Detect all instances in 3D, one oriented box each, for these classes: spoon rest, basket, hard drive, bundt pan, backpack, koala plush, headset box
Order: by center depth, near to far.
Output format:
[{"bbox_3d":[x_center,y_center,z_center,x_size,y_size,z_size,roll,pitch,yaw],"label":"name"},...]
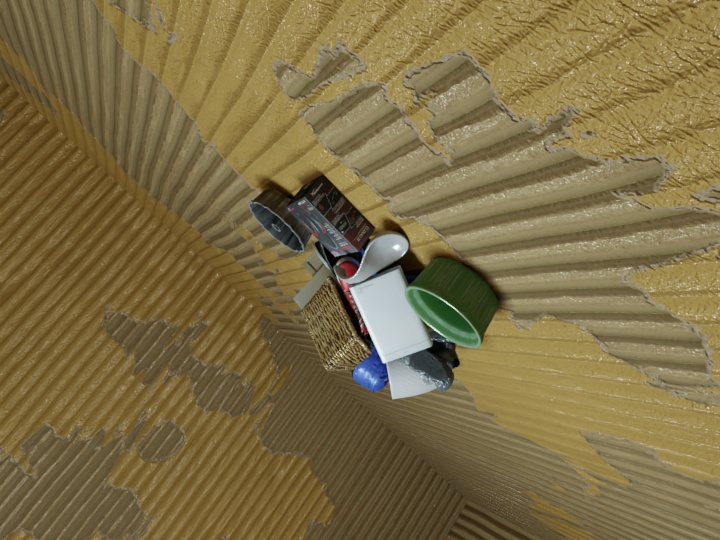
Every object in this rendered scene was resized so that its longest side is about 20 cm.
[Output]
[{"bbox_3d":[0.024,-0.025,1.413,0.198,0.062,0.098,-32,140,31],"label":"spoon rest"},{"bbox_3d":[0.072,0.104,1.449,0.204,0.129,0.027,66,-163,-13],"label":"hard drive"},{"bbox_3d":[-0.067,-0.118,1.488,0.200,0.076,0.148,45,161,-16],"label":"headset box"},{"bbox_3d":[0.190,0.207,1.608,0.180,0.181,0.200,18,169,24],"label":"koala plush"},{"bbox_3d":[-0.039,0.138,1.626,0.141,0.149,0.203,6,-134,-44],"label":"basket"},{"bbox_3d":[-0.210,-0.145,1.718,0.200,0.076,0.203,36,163,12],"label":"bundt pan"},{"bbox_3d":[0.070,0.292,2.016,0.166,0.201,0.163,33,162,17],"label":"backpack"}]

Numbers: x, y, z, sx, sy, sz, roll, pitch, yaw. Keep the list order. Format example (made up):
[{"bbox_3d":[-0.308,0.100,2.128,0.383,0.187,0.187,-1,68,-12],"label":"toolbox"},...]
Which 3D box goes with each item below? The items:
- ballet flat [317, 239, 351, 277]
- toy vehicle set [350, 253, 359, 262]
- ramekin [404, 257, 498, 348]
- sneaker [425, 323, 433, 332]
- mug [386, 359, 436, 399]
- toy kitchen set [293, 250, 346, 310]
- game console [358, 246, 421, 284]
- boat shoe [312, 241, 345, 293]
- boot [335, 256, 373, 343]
[{"bbox_3d":[-0.073,-0.053,1.590,0.204,0.065,0.057,63,-168,-3],"label":"ballet flat"},{"bbox_3d":[0.000,0.000,1.727,0.200,0.027,0.124,46,162,-19],"label":"toy vehicle set"},{"bbox_3d":[0.200,0.065,1.348,0.198,0.098,0.201,35,162,13],"label":"ramekin"},{"bbox_3d":[0.144,0.107,1.490,0.074,0.196,0.082,-93,-23,-67],"label":"sneaker"},{"bbox_3d":[0.163,0.276,1.853,0.201,0.170,0.151,-98,-1,-65],"label":"mug"},{"bbox_3d":[-0.085,0.073,1.841,0.200,0.163,0.180,46,-179,21],"label":"toy kitchen set"},{"bbox_3d":[0.078,0.023,1.586,0.166,0.121,0.202,-2,148,6],"label":"game console"},{"bbox_3d":[-0.053,-0.010,1.661,0.201,0.060,0.076,52,-174,14],"label":"boat shoe"},{"bbox_3d":[-0.001,0.076,1.532,0.146,0.071,0.203,-100,-13,-57],"label":"boot"}]
